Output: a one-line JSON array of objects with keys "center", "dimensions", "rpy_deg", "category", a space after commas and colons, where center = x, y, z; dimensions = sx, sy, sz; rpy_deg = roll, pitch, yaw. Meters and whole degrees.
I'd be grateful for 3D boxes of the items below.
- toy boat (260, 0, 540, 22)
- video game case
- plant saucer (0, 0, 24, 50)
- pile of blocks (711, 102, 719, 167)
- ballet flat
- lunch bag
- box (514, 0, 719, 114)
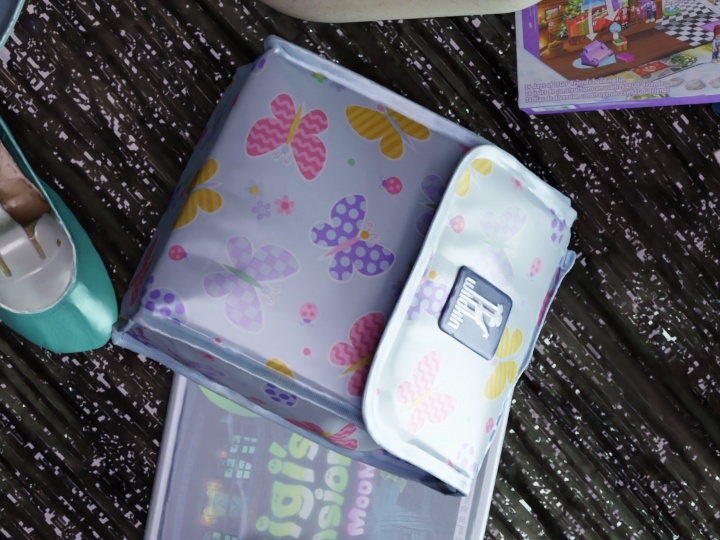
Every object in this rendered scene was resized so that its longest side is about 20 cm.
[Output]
[{"center": [0.016, -0.207, 1.443], "dimensions": [0.200, 0.131, 0.131], "rpy_deg": [-1, 139, 17], "category": "toy boat"}, {"center": [-0.016, 0.098, 1.543], "dimensions": [0.181, 0.023, 0.200], "rpy_deg": [10, 100, -6], "category": "video game case"}, {"center": [-0.227, -0.143, 1.425], "dimensions": [0.201, 0.201, 0.039], "rpy_deg": [-53, 143, 6], "category": "plant saucer"}, {"center": [0.222, -0.083, 1.508], "dimensions": [0.082, 0.062, 0.200], "rpy_deg": [-32, 101, 2], "category": "pile of blocks"}, {"center": [-0.193, -0.035, 1.479], "dimensions": [0.067, 0.070, 0.200], "rpy_deg": [-31, 102, 1], "category": "ballet flat"}, {"center": [0.000, 0.000, 1.457], "dimensions": [0.200, 0.127, 0.170], "rpy_deg": [28, 78, -10], "category": "lunch bag"}, {"center": [0.177, -0.155, 1.461], "dimensions": [0.200, 0.039, 0.137], "rpy_deg": [-3, 87, 12], "category": "box"}]
